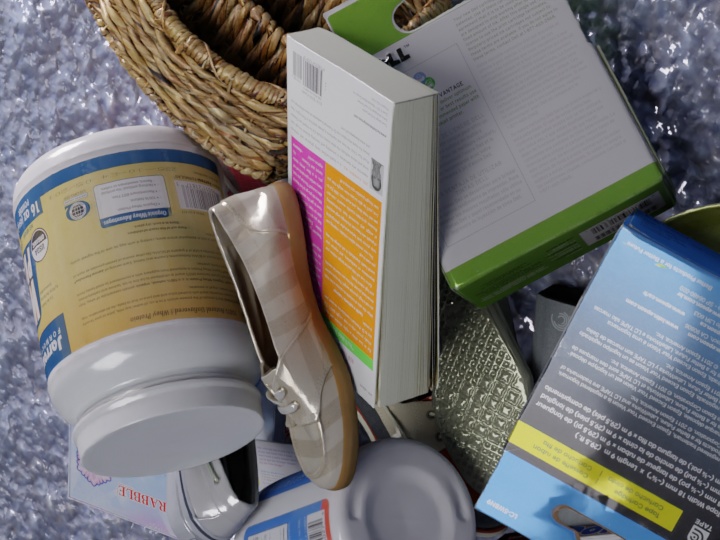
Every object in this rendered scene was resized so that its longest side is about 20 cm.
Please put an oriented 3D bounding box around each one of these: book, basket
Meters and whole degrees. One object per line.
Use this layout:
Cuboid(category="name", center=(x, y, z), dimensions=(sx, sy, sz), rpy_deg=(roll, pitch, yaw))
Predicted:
Cuboid(category="book", center=(-0.004, -0.035, 1.334), dimensions=(0.134, 0.048, 0.201), rpy_deg=(37, 134, 50))
Cuboid(category="basket", center=(-0.071, -0.179, 1.423), dimensions=(0.200, 0.143, 0.149), rpy_deg=(47, 127, 13))

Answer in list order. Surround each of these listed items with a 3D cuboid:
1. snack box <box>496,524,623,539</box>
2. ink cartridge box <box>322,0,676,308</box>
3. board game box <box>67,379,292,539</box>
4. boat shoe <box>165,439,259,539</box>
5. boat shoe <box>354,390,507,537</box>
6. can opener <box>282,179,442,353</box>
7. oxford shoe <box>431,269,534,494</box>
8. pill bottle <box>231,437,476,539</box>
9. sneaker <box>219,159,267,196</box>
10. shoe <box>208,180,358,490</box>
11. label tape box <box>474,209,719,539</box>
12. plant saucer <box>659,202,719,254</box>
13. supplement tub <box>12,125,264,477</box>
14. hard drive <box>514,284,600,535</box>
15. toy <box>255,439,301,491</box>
Cuboid(category="snack box", center=(0.180, 0.202, 1.410), dimensions=(0.199, 0.024, 0.072), rpy_deg=(-11, 101, 37))
Cuboid(category="ink cartridge box", center=(0.088, -0.101, 1.346), dimensions=(0.147, 0.076, 0.201), rpy_deg=(-28, 74, 9))
Cuboid(category="board game box", center=(-0.135, 0.107, 1.632), dimensions=(0.199, 0.041, 0.200), rpy_deg=(17, 114, 30))
Cuboid(category="boat shoe", center=(-0.100, 0.098, 1.499), dimensions=(0.067, 0.073, 0.201), rpy_deg=(-36, 51, 32))
Cuboid(category="boat shoe", center=(0.041, 0.096, 1.487), dimensions=(0.200, 0.071, 0.063), rpy_deg=(50, 132, 18))
Cuboid(category="can opener", center=(0.000, 0.000, 1.453), dimensions=(0.067, 0.053, 0.200), rpy_deg=(-50, 50, 26))
Cuboid(category="oxford shoe", center=(0.079, 0.054, 1.445), dimensions=(0.075, 0.058, 0.201), rpy_deg=(-18, 87, 23))
Cuboid(category="pill bottle", center=(-0.018, 0.186, 1.456), dimensions=(0.200, 0.112, 0.113), rpy_deg=(-27, 89, 56))
Cuboid(category="sneaker", center=(-0.121, -0.045, 1.541), dimensions=(0.200, 0.087, 0.074), rpy_deg=(-40, 83, 37))
Cuboid(category="shoe", center=(-0.050, 0.044, 1.357), dimensions=(0.070, 0.053, 0.201), rpy_deg=(146, 111, -64))
Cuboid(category="label tape box", center=(0.178, 0.086, 1.296), dimensions=(0.144, 0.063, 0.201), rpy_deg=(29, 106, 7))
Cuboid(category="plant saucer", center=(0.236, 0.054, 1.325), dimensions=(0.199, 0.031, 0.201), rpy_deg=(3, 102, 13))
Cuboid(category="supplement tub", center=(-0.144, 0.021, 1.417), dimensions=(0.145, 0.144, 0.201), rpy_deg=(-33, 62, 38))
Cuboid(category="hard drive", center=(0.174, 0.120, 1.423), dimensions=(0.139, 0.033, 0.201), rpy_deg=(17, 115, 30))
Cuboid(category="toy", center=(-0.008, 0.214, 1.576), dimensions=(0.115, 0.047, 0.201), rpy_deg=(5, 112, 31))
